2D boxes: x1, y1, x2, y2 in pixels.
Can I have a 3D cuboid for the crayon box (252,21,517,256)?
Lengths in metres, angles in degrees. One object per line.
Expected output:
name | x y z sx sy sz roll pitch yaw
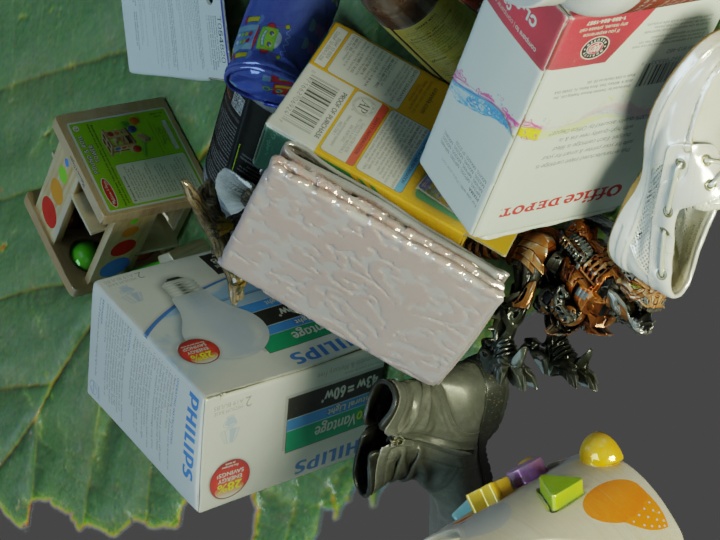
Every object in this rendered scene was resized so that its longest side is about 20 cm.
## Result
crayon box | 0.036 -0.085 1.471 0.199 0.126 0.052 29 141 4

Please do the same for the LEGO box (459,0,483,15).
LEGO box | 0.084 -0.291 1.386 0.149 0.077 0.200 -45 58 14

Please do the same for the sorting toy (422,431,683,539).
sorting toy | 0.107 0.204 1.497 0.200 0.179 0.108 -31 76 55

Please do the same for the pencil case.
pencil case | -0.045 -0.224 1.575 0.077 0.202 0.087 12 160 18

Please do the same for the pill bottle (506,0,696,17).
pill bottle | 0.174 -0.218 1.222 0.112 0.199 0.113 26 123 49

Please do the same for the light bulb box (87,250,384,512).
light bulb box | -0.113 0.087 1.772 0.200 0.197 0.126 39 134 41

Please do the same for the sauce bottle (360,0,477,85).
sauce bottle | 0.040 -0.200 1.448 0.064 0.200 0.065 -15 59 27

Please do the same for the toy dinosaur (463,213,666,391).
toy dinosaur | 0.147 0.015 1.476 0.200 0.101 0.137 -139 60 -67

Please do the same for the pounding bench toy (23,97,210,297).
pounding bench toy | -0.231 -0.039 1.973 0.201 0.123 0.156 60 144 23

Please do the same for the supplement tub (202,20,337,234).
supplement tub | -0.066 -0.112 1.698 0.123 0.122 0.201 53 140 32

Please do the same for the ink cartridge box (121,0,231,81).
ink cartridge box | -0.167 -0.281 1.864 0.199 0.040 0.202 14 112 54

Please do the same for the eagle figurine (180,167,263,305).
eagle figurine | -0.029 -0.048 1.597 0.152 0.198 0.152 79 167 -78

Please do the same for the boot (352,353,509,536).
boot | 0.045 0.162 1.620 0.068 0.130 0.202 37 130 44

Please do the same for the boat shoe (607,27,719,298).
boat shoe | 0.228 -0.068 1.322 0.069 0.070 0.201 43 139 31

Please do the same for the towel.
towel | 0.000 0.000 1.470 0.199 0.032 0.191 31 151 -1

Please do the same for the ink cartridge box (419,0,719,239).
ink cartridge box | 0.142 -0.129 1.352 0.083 0.145 0.201 55 141 31
